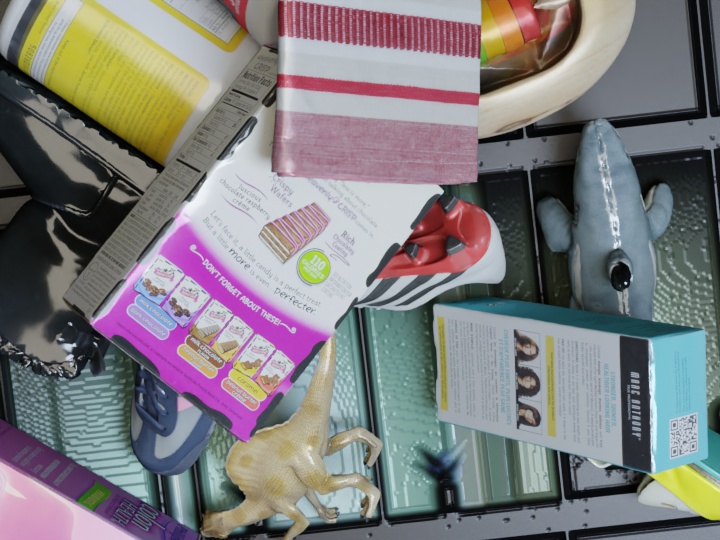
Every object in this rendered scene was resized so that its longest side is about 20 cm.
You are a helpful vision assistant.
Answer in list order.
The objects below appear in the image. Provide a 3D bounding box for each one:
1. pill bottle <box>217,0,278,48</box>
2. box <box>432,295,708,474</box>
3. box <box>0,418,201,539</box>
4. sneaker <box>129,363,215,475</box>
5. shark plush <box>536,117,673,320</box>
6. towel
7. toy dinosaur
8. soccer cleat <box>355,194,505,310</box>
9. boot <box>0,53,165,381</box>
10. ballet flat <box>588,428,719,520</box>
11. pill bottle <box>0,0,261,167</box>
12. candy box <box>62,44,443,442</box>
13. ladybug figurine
[{"bbox_3d":[-0.079,-0.238,1.092,0.111,0.111,0.200,-44,69,3],"label":"pill bottle"},{"bbox_3d":[0.127,0.067,1.094,0.049,0.200,0.082,-9,101,-36],"label":"box"},{"bbox_3d":[-0.238,0.211,1.156,0.200,0.097,0.176,31,94,-2],"label":"box"},{"bbox_3d":[-0.128,0.048,1.129,0.070,0.082,0.200,28,113,32],"label":"sneaker"},{"bbox_3d":[0.156,0.008,1.121,0.091,0.083,0.200,6,74,4],"label":"shark plush"},{"bbox_3d":[0.011,-0.151,1.022,0.144,0.023,0.200,1,91,-36],"label":"towel"},{"bbox_3d":[-0.035,0.123,1.147,0.101,0.058,0.200,22,114,-21],"label":"toy dinosaur"},{"bbox_3d":[0.000,0.000,1.155,0.200,0.085,0.069,-12,61,19],"label":"soccer cleat"},{"bbox_3d":[-0.219,-0.035,1.154,0.198,0.073,0.163,34,100,0],"label":"boot"},{"bbox_3d":[0.193,0.118,1.169,0.200,0.067,0.067,37,115,0],"label":"ballet flat"},{"bbox_3d":[-0.123,-0.132,1.121,0.200,0.112,0.112,34,94,-2],"label":"pill bottle"},{"bbox_3d":[-0.064,-0.016,1.054,0.136,0.061,0.200,42,84,-31],"label":"candy box"},{"bbox_3d":[0.080,-0.157,1.137,0.200,0.072,0.136,-18,93,2],"label":"ladybug figurine"}]
